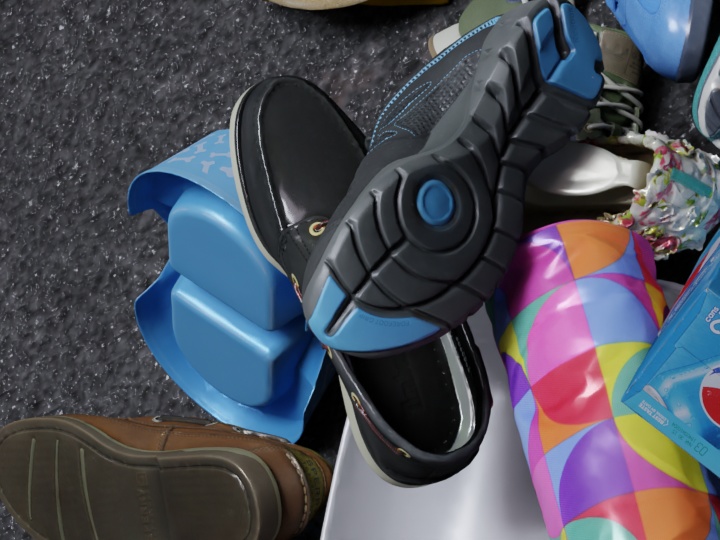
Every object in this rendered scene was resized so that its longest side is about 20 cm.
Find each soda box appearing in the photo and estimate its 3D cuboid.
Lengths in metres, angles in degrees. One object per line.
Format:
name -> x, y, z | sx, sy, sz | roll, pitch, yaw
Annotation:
soda box -> 0.172, 0.015, 1.022 | 0.068, 0.200, 0.064 | 36, 116, 3

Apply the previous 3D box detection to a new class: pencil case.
pencil case -> 0.105, 0.077, 1.027 | 0.088, 0.088, 0.201 | -26, 54, 24

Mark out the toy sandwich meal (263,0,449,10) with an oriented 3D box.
toy sandwich meal -> 0.000, -0.220, 1.352 | 0.204, 0.070, 0.206 | -13, 62, 26

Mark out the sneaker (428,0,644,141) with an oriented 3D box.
sneaker -> 0.107, -0.081, 1.202 | 0.090, 0.067, 0.201 | -43, 47, 18

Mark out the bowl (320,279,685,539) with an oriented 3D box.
bowl -> 0.086, 0.106, 1.126 | 0.199, 0.075, 0.201 | -1, 68, 36

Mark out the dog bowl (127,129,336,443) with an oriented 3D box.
dog bowl -> -0.057, 0.007, 1.210 | 0.111, 0.200, 0.050 | 33, 61, 19

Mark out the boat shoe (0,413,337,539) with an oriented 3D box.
boat shoe -> -0.099, 0.108, 1.209 | 0.199, 0.068, 0.072 | 8, 105, 40

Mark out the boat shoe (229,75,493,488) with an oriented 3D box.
boat shoe -> 0.002, -0.001, 1.095 | 0.073, 0.063, 0.202 | -21, 82, -19

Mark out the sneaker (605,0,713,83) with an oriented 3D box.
sneaker -> 0.122, -0.161, 1.195 | 0.201, 0.078, 0.066 | -99, 17, -46

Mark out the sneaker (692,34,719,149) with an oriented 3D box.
sneaker -> 0.208, -0.142, 1.119 | 0.080, 0.077, 0.201 | 17, 78, 60

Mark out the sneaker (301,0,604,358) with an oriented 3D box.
sneaker -> 0.032, -0.035, 1.058 | 0.082, 0.073, 0.200 | -10, 34, 51

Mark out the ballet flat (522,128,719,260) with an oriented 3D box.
ballet flat -> 0.072, -0.038, 1.126 | 0.199, 0.064, 0.076 | -7, 66, 31
